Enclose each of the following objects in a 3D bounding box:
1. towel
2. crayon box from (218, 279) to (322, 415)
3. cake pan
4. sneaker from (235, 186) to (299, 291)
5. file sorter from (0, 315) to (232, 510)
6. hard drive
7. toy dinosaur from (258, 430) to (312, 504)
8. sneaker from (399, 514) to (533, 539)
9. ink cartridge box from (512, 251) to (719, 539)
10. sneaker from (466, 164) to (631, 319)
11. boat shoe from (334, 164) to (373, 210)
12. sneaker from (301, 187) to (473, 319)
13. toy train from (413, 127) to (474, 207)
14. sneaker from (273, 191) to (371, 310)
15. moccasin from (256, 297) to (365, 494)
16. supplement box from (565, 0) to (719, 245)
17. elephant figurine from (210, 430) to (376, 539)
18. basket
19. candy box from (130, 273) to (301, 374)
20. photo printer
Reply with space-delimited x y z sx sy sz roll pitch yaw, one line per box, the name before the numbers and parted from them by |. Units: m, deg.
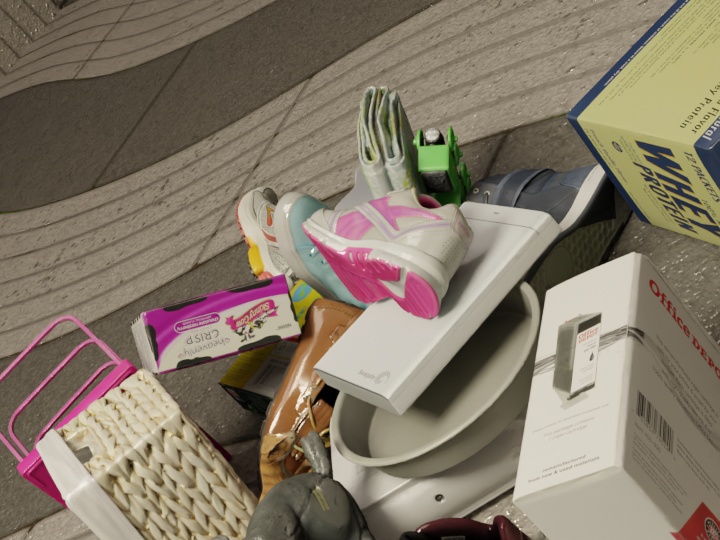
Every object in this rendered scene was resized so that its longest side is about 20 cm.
towel | 0.045 -0.060 1.317 0.048 0.200 0.171 -17 30 9
crayon box | -0.044 0.063 1.412 0.200 0.051 0.127 -52 28 -18
cake pan | 0.066 0.086 1.086 0.200 0.037 0.200 -32 26 18
sneaker | -0.090 -0.040 1.615 0.082 0.078 0.200 -33 37 8
file sorter | -0.253 0.158 1.348 0.139 0.200 0.125 -46 50 -7
hard drive | 0.061 0.025 1.120 0.200 0.027 0.132 -48 25 -15
toy dinosaur | -0.064 0.223 1.166 0.106 0.201 0.060 -6 15 -33
sneaker | 0.042 0.237 0.965 0.200 0.116 0.076 -38 27 6
ink cartridge box | 0.186 0.111 0.927 0.083 0.147 0.200 -25 30 33
sneaker | 0.145 -0.023 1.242 0.146 0.077 0.202 3 40 40
boat shoe | 0.018 -0.064 1.478 0.068 0.057 0.200 -7 23 13
sneaker | 0.027 -0.023 1.135 0.088 0.081 0.200 -46 32 -16
toy train | 0.086 -0.072 1.314 0.042 0.200 0.057 -4 66 13
sneaker | 0.000 0.000 1.285 0.082 0.200 0.074 -6 44 43
moccasin | -0.036 0.128 1.249 0.077 0.074 0.202 18 81 23
supplement box | 0.320 -0.135 1.126 0.200 0.134 0.200 -46 27 -9
elephant figurine | -0.072 0.258 1.058 0.155 0.142 0.200 -36 -12 -49
basket | -0.172 0.202 1.216 0.123 0.200 0.135 -41 27 -10
candy box | -0.142 0.055 1.298 0.136 0.061 0.200 -15 -1 -12
photo printer | 0.071 0.132 1.134 0.200 0.069 0.167 -34 26 13
